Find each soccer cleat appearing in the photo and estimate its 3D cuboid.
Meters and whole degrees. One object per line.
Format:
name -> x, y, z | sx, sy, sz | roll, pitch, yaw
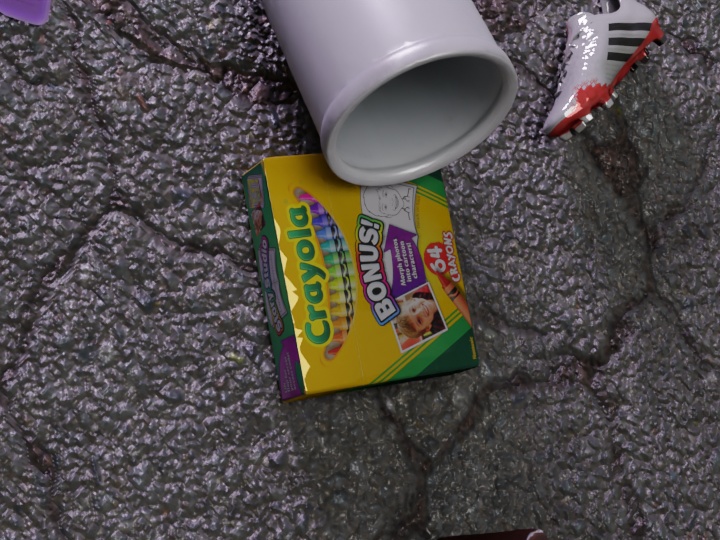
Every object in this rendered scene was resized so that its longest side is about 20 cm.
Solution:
soccer cleat -> 0.221, -0.202, 1.509 | 0.085, 0.069, 0.200 | 45, 58, -2

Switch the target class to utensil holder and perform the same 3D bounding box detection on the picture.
utensil holder -> 0.014, -0.201, 1.300 | 0.169, 0.170, 0.201 | -8, 60, -30

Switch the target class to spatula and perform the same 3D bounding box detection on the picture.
spatula -> -0.275, -0.302, 1.280 | 0.056, 0.020, 0.202 | 12, 70, -39

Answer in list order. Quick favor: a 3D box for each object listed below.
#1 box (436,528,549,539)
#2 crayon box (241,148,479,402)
box -> 0.109, 0.339, 1.257 | 0.166, 0.164, 0.200 | -42, 99, -30
crayon box -> 0.000, 0.000, 1.339 | 0.172, 0.058, 0.202 | -7, 81, -30
